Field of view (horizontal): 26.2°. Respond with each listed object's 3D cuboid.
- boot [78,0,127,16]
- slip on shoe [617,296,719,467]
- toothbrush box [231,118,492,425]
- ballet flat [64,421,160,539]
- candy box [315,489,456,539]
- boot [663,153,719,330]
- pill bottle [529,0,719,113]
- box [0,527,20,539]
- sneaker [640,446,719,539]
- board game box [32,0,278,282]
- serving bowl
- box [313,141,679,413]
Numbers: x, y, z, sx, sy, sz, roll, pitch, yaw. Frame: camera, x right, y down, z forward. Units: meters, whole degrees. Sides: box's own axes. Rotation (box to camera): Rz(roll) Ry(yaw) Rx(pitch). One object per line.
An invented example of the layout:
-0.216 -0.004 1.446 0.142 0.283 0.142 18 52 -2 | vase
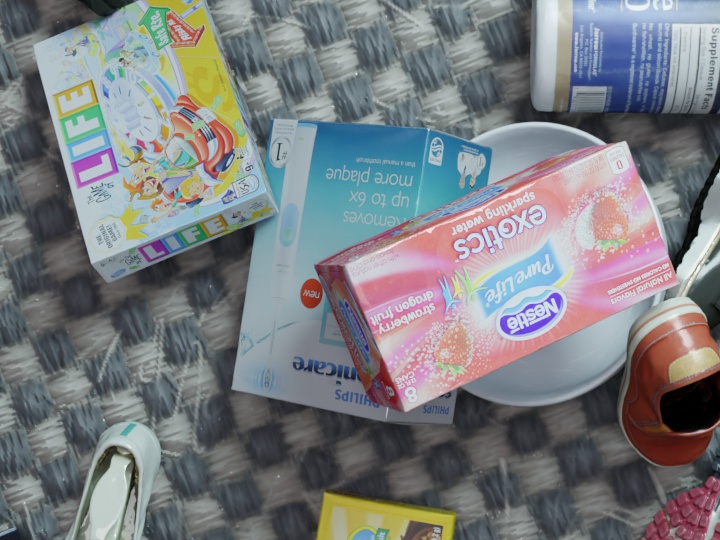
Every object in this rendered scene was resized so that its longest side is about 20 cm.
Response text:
-0.193 -0.308 1.153 0.158 0.079 0.211 38 79 16 | boot
0.218 0.092 1.060 0.074 0.200 0.061 -23 58 -4 | slip on shoe
0.000 0.000 1.096 0.146 0.085 0.201 9 90 38 | toothbrush box
-0.193 0.211 1.143 0.069 0.069 0.201 12 89 4 | ballet flat
0.006 0.271 1.148 0.102 0.026 0.201 9 89 7 | candy box
0.288 0.020 1.107 0.138 0.077 0.201 25 96 5 | boot
0.222 -0.168 1.104 0.199 0.111 0.112 1 88 4 | pill bottle
-0.317 0.313 1.120 0.181 0.104 0.201 -19 87 9 | box
0.274 0.183 1.111 0.075 0.081 0.200 31 102 -34 | sneaker
-0.152 -0.105 1.125 0.134 0.034 0.201 -23 62 3 | board game box
0.130 -0.002 1.114 0.199 0.066 0.201 -3 82 26 | serving bowl
0.085 0.003 0.984 0.199 0.095 0.103 -23 96 -12 | box
